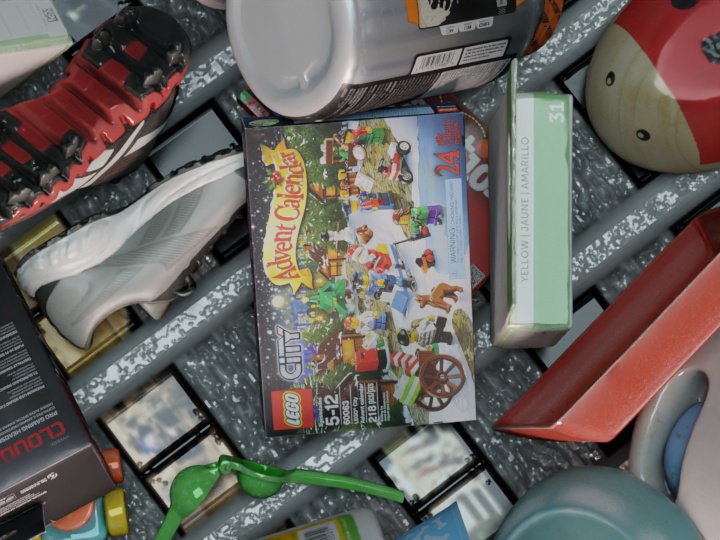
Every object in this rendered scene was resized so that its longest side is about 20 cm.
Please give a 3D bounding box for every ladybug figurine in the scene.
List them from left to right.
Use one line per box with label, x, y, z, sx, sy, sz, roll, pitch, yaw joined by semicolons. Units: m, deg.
ladybug figurine;0.239;-0.144;1.544;0.200;0.072;0.136;-34;83;-7

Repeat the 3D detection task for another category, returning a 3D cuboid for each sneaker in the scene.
sneaker;-0.185;-0.078;1.500;0.071;0.098;0.200;40;67;17
sneaker;-0.118;-0.021;1.520;0.200;0.074;0.079;-30;93;-1

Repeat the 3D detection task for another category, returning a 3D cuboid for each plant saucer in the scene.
plant saucer;0.139;0.219;1.433;0.027;0.200;0.201;-6;78;-44
plant saucer;0.176;0.037;1.451;0.037;0.200;0.200;45;82;-3

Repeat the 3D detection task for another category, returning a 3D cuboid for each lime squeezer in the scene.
lime squeezer;-0.075;0.149;1.505;0.199;0.038;0.071;-21;82;-6

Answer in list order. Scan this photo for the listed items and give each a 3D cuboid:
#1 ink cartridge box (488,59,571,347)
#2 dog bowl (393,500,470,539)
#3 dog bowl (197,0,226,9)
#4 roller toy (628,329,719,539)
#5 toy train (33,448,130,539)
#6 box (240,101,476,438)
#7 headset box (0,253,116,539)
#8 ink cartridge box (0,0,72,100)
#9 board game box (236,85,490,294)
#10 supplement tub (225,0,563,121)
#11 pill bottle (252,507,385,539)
ink cartridge box;0.105;-0.036;1.431;0.048;0.200;0.146;1;82;-2
dog bowl;0.067;0.239;1.408;0.049;0.112;0.201;-19;75;0
dog bowl;-0.040;-0.235;1.482;0.200;0.200;0.059;-27;75;-6
roller toy;0.263;0.118;1.447;0.200;0.140;0.183;-34;117;-20
toy train;-0.233;0.175;1.486;0.150;0.056;0.200;31;82;3
box;0.000;0.000;1.489;0.136;0.038;0.201;-5;105;-6
headset box;-0.251;0.092;1.459;0.148;0.075;0.200;-27;62;-5
ink cartridge box;-0.288;-0.109;1.436;0.145;0.200;0.048;-31;81;35
board game box;0.025;-0.078;1.554;0.200;0.019;0.103;44;81;5
supplement tub;0.026;-0.166;1.480;0.200;0.122;0.123;-16;80;-42
pill bottle;-0.073;0.225;1.455;0.199;0.111;0.111;-16;82;-4
